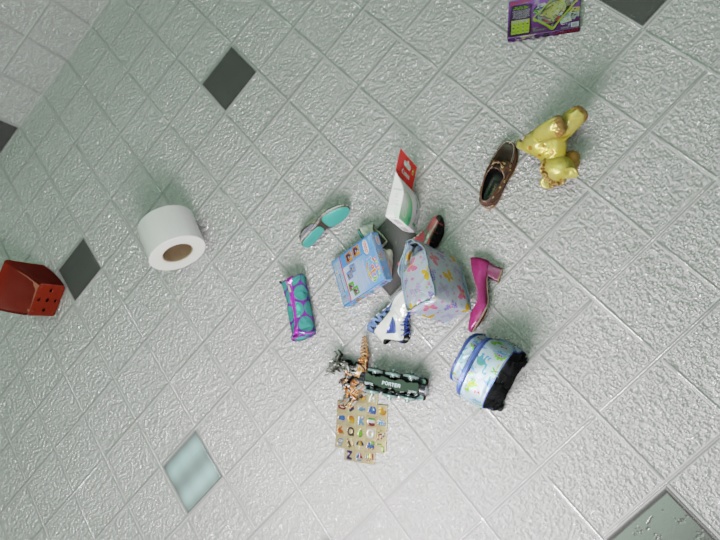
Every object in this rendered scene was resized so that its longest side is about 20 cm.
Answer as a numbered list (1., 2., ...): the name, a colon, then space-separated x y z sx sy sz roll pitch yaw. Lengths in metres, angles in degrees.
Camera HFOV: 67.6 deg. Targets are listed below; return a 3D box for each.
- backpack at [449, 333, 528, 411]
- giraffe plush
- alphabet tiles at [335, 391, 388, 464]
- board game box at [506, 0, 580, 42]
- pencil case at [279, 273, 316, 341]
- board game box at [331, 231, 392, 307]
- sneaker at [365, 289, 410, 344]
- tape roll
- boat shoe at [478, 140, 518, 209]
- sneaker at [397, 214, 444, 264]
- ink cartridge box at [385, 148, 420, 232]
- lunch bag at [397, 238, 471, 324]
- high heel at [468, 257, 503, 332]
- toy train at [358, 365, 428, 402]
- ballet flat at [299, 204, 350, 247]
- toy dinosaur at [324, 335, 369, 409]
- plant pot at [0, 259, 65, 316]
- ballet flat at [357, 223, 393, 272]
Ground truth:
1. backpack: 0.313 0.252 1.354 0.146 0.200 0.185 29 94 27
2. giraffe plush: 0.512 -0.308 1.407 0.198 0.173 0.164 -27 91 7
3. alphabet tiles: 0.002 0.456 1.573 0.165 0.006 0.203 -2 79 26
4. board game box: 0.524 -0.729 1.541 0.198 0.032 0.122 2 85 25
5. pencil case: -0.195 0.117 1.686 0.084 0.092 0.202 -19 73 21
6. board game box: 0.000 0.000 1.604 0.199 0.036 0.153 -35 64 43
7. sneaker: 0.118 0.142 1.545 0.199 0.080 0.115 -46 69 18
8. tape roll: -0.666 -0.114 1.897 0.202 0.202 0.140 -35 68 15
9. boat shoe: 0.384 -0.271 1.496 0.070 0.070 0.202 17 87 28
10. sneaker: 0.171 -0.077 1.558 0.086 0.074 0.202 28 93 29
11. ink cartridge box: 0.137 -0.227 1.554 0.050 0.161 0.202 12 85 25
12. lunch bag: 0.195 0.026 1.457 0.127 0.169 0.202 -31 54 37
13. high heel: 0.310 0.064 1.466 0.095 0.068 0.202 22 75 17
14. toy train: 0.097 0.315 1.490 0.198 0.114 0.086 5 81 23
15. ballet flat: -0.122 -0.158 1.722 0.200 0.072 0.072 -39 66 13
16. toy dinosaur: -0.024 0.297 1.585 0.134 0.102 0.202 19 66 13
17. plant pot: -1.342 0.092 2.198 0.175 0.200 0.202 22 89 16
18. ballet flat: 0.060 -0.062 1.620 0.069 0.069 0.201 -35 66 15
